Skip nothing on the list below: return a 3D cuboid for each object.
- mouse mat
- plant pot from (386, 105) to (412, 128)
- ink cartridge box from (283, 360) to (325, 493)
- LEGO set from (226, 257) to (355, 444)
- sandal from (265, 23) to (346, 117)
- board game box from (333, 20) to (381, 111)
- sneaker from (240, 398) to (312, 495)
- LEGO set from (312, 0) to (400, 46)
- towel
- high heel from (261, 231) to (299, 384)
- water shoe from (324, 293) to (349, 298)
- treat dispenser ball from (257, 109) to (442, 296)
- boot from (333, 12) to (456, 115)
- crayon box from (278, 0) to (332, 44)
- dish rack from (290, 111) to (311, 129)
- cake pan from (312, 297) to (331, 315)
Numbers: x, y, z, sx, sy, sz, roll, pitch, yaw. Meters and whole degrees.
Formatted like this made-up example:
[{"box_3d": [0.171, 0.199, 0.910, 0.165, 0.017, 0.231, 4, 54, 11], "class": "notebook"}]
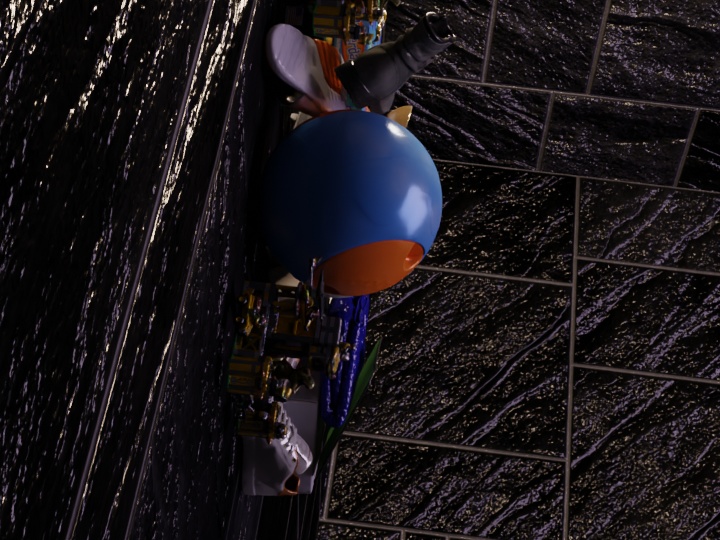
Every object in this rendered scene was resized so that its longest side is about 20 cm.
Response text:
[{"box_3d": [-0.014, 0.175, 1.890, 0.161, 0.008, 0.200, -62, -177, 12], "class": "mouse mat"}, {"box_3d": [0.017, -0.118, 1.865, 0.200, 0.027, 0.201, -158, -90, -86], "class": "plant pot"}, {"box_3d": [-0.086, 0.170, 1.907, 0.200, 0.084, 0.145, -77, 172, -60], "class": "ink cartridge box"}, {"box_3d": [-0.066, 0.094, 1.523, 0.200, 0.115, 0.154, 91, 6, -58], "class": "LEGO set"}, {"box_3d": [-0.071, -0.217, 1.601, 0.207, 0.059, 0.080, 27, 61, -65], "class": "sandal"}, {"box_3d": [-0.005, -0.259, 1.818, 0.152, 0.045, 0.201, 64, 31, -79], "class": "board game box"}, {"box_3d": [-0.096, 0.188, 1.738, 0.073, 0.084, 0.201, -78, 173, -47], "class": "sneaker"}, {"box_3d": [0.025, -0.318, 1.589, 0.200, 0.115, 0.155, -42, 138, -75], "class": "LEGO set"}, {"box_3d": [-0.016, 0.100, 1.865, 0.200, 0.049, 0.149, -71, 163, -75], "class": "towel"}, {"box_3d": [-0.085, 0.061, 1.706, 0.143, 0.071, 0.201, 76, 12, -66], "class": "high heel"}, {"box_3d": [0.000, 0.000, 1.758, 0.200, 0.072, 0.079, -30, 160, -47], "class": "water shoe"}, {"box_3d": [-0.012, -0.073, 1.600, 0.201, 0.200, 0.202, 7, 90, -88], "class": "treat dispenser ball"}, {"box_3d": [0.052, -0.230, 1.639, 0.068, 0.130, 0.200, 60, 10, -1], "class": "boot"}, {"box_3d": [-0.054, -0.326, 1.692, 0.200, 0.050, 0.128, -68, 164, -83], "class": "crayon box"}, {"box_3d": [-0.077, -0.106, 1.841, 0.172, 0.043, 0.201, -81, 176, -63], "class": "dish rack"}, {"box_3d": [-0.044, -0.036, 1.913, 0.200, 0.037, 0.201, 7, 90, -88], "class": "cake pan"}]
